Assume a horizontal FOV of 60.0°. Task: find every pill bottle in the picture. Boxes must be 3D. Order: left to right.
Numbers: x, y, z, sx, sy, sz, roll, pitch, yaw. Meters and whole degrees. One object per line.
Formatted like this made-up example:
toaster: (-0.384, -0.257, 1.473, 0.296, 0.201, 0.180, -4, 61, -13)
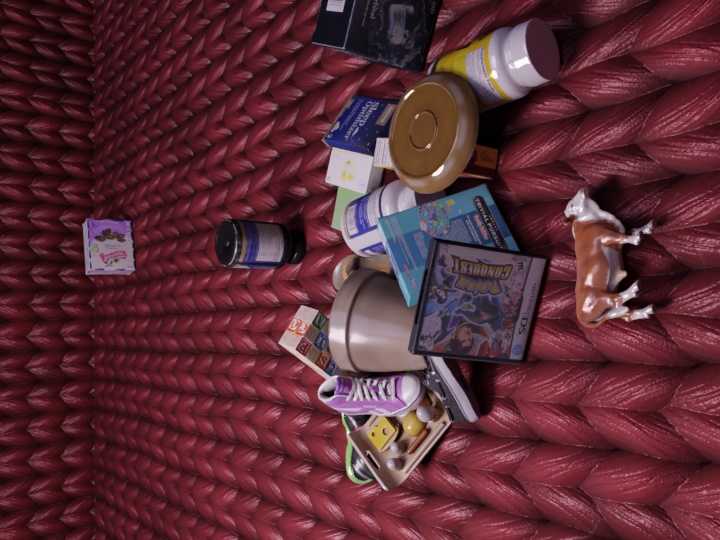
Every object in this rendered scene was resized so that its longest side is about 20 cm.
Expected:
pill bottle: (-0.234, -0.060, 1.481, 0.111, 0.199, 0.113, -3, 86, 49)
pill bottle: (0.065, -0.104, 1.188, 0.199, 0.119, 0.121, -18, 75, 48)
pill bottle: (0.214, -0.325, 1.021, 0.199, 0.113, 0.116, -9, 82, 49)

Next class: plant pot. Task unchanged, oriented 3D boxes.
plant pot: (0.065, 0.106, 1.147, 0.172, 0.199, 0.203, 9, 96, 34)
plant pot: (0.110, -0.229, 1.032, 0.199, 0.027, 0.203, -3, 87, 50)

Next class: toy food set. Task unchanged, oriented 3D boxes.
toy food set: (0.072, 0.287, 1.175, 0.201, 0.060, 0.144, -52, 49, 8)

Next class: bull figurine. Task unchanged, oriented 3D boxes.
bull figurine: (0.349, -0.019, 0.885, 0.121, 0.065, 0.203, -4, 86, 53)

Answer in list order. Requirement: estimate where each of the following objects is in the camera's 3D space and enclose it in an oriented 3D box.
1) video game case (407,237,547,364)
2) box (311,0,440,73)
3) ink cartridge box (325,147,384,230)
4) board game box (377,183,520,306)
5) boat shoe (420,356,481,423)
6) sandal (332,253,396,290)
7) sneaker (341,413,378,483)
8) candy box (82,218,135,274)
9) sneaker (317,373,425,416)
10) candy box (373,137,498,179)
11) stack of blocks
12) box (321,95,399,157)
video game case: (0.185, 0.052, 0.983, 0.025, 0.198, 0.183, -140, 59, -69)
box: (0.037, -0.498, 1.173, 0.117, 0.198, 0.199, 32, 113, 46)
ink cartridge box: (-0.018, -0.178, 1.348, 0.145, 0.048, 0.202, 24, 105, 47)
board game box: (0.145, -0.044, 1.040, 0.047, 0.198, 0.152, 88, 163, -64)
boat shoe: (0.138, 0.183, 1.060, 0.066, 0.201, 0.070, -22, 26, 20)
sandal: (0.000, 0.000, 1.312, 0.199, 0.054, 0.081, -8, 82, 50)
sneaker: (0.011, 0.332, 1.287, 0.083, 0.077, 0.202, -12, 78, 26)
candy box: (-0.954, -0.088, 2.369, 0.071, 0.166, 0.202, -24, 71, 48)
sneaker: (0.013, 0.224, 1.142, 0.199, 0.114, 0.073, -18, 57, 28)
candy box: (0.131, -0.201, 1.116, 0.199, 0.116, 0.057, 17, 101, 50)
stack of blocks: (-0.053, 0.149, 1.236, 0.058, 0.200, 0.116, 11, 65, 49)
box: (0.014, -0.298, 1.285, 0.199, 0.032, 0.122, 25, 79, 47)
